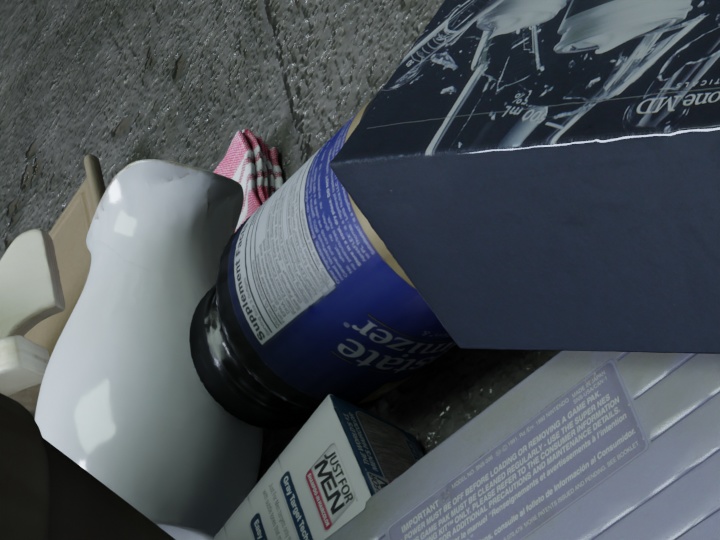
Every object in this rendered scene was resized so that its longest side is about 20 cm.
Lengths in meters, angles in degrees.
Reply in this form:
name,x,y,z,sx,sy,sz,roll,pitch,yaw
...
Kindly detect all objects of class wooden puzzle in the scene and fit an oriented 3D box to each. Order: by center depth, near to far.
name,x,y,z,sx,sy,sz,roll,pitch,yaw
wooden puzzle,-0.217,0.040,1.159,0.201,0.037,0.185,-57,28,19

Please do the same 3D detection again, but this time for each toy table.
name,x,y,z,sx,sy,sz,roll,pitch,yaw
toy table,-0.225,0.077,0.986,0.116,0.200,0.185,-15,88,5

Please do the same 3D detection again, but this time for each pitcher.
name,x,y,z,sx,sy,sz,roll,pitch,yaw
pitcher,-0.124,0.066,0.903,0.172,0.121,0.201,134,141,-52

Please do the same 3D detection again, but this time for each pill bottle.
name,x,y,z,sx,sy,sz,roll,pitch,yaw
pill bottle,0.000,0.000,0.777,0.200,0.111,0.112,-40,36,47

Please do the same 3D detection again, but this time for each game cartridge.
name,x,y,z,sx,sy,sz,roll,pitch,yaw
game cartridge,0.069,0.101,0.605,0.200,0.038,0.130,-40,33,21

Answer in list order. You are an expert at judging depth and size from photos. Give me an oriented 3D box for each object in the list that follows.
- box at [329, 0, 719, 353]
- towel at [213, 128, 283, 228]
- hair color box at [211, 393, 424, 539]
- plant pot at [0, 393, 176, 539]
name,x,y,z,sx,sy,sz,roll,pitch,yaw
box,0.124,-0.070,0.592,0.199,0.104,0.183,-3,45,45
towel,-0.098,0.022,0.999,0.146,0.030,0.201,-44,36,29
hair color box,-0.040,0.169,0.766,0.200,0.060,0.100,-52,32,17
plant pot,-0.146,0.163,0.701,0.200,0.173,0.201,-36,40,37
